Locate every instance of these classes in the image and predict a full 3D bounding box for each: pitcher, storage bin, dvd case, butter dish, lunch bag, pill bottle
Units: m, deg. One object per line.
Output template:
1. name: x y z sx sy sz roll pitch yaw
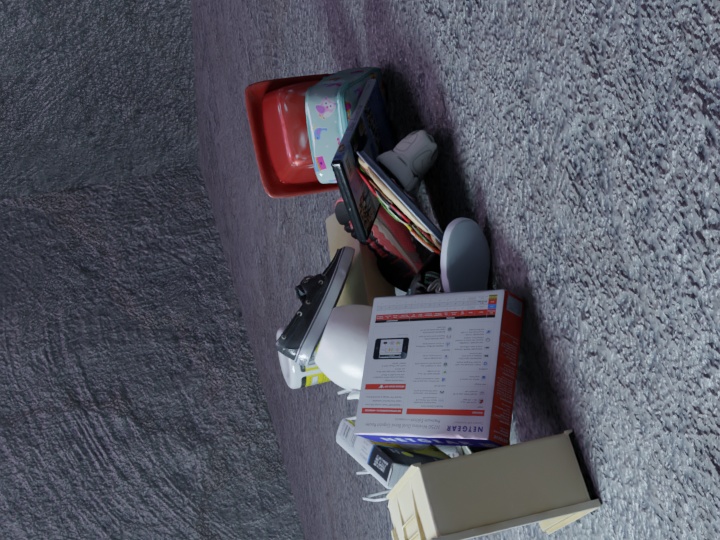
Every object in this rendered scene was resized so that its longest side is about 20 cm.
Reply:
1. pitcher: 0.032 0.147 1.470 0.121 0.199 0.173 108 -177 -65
2. storage bin: 0.145 0.275 1.235 0.199 0.198 0.094 110 147 -64
3. dvd case: 0.010 -0.160 1.506 0.201 0.017 0.143 -70 -29 -43
4. butter dish: -0.069 -0.236 1.712 0.148 0.198 0.202 158 101 -68
5. lunch bag: -0.012 -0.216 1.579 0.200 0.076 0.162 -45 -50 -61
6. pill bottle: -0.042 0.137 1.867 0.112 0.198 0.113 169 90 -75

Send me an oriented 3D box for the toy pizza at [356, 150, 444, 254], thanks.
1. toy pizza: 0.058 -0.084 1.424 0.200 0.032 0.200 47 -175 -5

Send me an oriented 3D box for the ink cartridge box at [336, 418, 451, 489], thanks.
1. ink cartridge box: 0.089 0.274 1.481 0.197 0.199 0.047 21 96 66

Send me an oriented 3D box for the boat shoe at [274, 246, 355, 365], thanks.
1. boat shoe: -0.069 0.042 1.530 0.070 0.066 0.201 108 -175 -67

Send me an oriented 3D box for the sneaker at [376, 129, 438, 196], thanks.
1. sneaker: 0.074 -0.154 1.471 0.075 0.081 0.200 44 -176 -2

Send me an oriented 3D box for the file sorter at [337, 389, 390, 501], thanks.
1. file sorter: 0.049 0.285 1.780 0.139 0.123 0.202 140 118 -75

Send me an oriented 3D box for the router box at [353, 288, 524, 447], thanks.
1. router box: 0.093 0.119 1.276 0.199 0.049 0.181 -4 69 39

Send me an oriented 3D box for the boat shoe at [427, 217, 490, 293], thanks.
1. boat shoe: 0.130 0.022 1.363 0.068 0.073 0.201 27 138 54

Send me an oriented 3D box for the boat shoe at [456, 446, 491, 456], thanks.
1. boat shoe: 0.144 0.188 1.388 0.060 0.072 0.203 13 132 60

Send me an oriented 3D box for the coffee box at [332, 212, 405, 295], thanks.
1. coffee box: 0.018 -0.003 1.767 0.114 0.079 0.201 90 162 -46

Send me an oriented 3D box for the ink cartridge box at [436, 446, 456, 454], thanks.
1. ink cartridge box: 0.082 0.192 1.592 0.068 0.114 0.201 -126 28 -57

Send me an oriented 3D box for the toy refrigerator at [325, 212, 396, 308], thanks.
1. toy refrigerator: 0.000 0.000 1.627 0.070 0.076 0.201 -31 50 30

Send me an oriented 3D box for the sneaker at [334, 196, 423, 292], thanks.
1. sneaker: 0.053 -0.052 1.579 0.200 0.087 0.074 50 150 -14

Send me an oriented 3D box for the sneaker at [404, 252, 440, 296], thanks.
1. sneaker: 0.080 0.049 1.423 0.201 0.075 0.080 -64 -15 -49
